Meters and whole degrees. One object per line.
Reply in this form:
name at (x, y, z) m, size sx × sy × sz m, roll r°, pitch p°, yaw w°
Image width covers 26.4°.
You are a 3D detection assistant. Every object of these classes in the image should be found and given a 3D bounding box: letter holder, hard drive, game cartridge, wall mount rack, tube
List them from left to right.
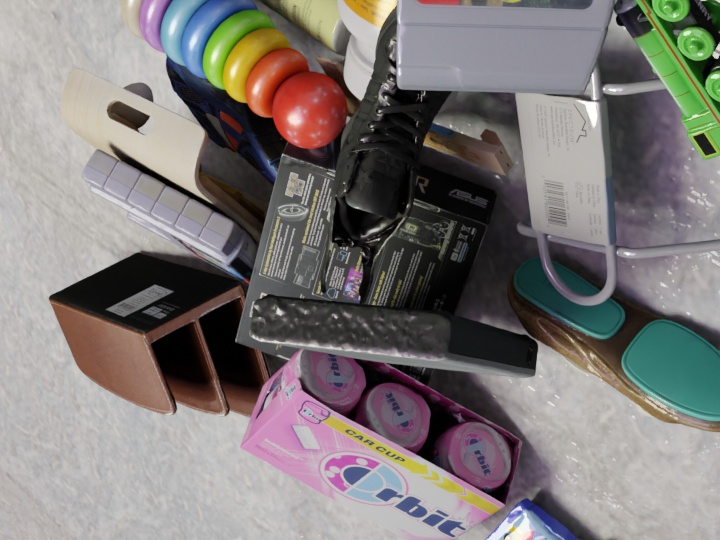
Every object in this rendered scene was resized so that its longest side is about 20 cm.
letter holder at (-0.172, 0.080, 1.358) m, size 0.199 × 0.100 × 0.143 m, roll 14°, pitch 126°, yaw 55°
game cartridge at (-0.142, -0.037, 1.235) m, size 0.129 × 0.039 × 0.200 m, roll 32°, pitch 176°, yaw 8°
tube at (-0.073, -0.230, 1.156) m, size 0.200 × 0.052 × 0.058 m, roll 38°, pitch 106°, yaw 25°
hard drive at (0.029, 0.047, 1.057) m, size 0.139 × 0.200 × 0.033 m, roll 5°, pitch 85°, yaw 23°
game cartridge at (0.087, -0.203, 0.891) m, size 0.132 × 0.041 × 0.202 m, roll 1°, pitch 108°, yaw 4°
wall mount rack at (0.175, -0.075, 1.001) m, size 0.173 × 0.074 × 0.201 m, roll 14°, pitch 124°, yaw 41°

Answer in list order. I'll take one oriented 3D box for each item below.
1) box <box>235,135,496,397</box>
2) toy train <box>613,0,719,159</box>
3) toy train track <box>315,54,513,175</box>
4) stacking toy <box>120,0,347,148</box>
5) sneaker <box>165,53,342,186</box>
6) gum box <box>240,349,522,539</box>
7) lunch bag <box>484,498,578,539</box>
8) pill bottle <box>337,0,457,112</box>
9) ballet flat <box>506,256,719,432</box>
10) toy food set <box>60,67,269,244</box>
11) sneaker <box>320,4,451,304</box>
box at (0.000, 0.000, 1.175) m, size 0.159 × 0.044 × 0.201 m, roll 19°, pitch 132°, yaw 2°
toy train at (0.218, -0.099, 0.924) m, size 0.056 × 0.042 × 0.200 m, roll -17°, pitch 119°, yaw 45°
toy train track at (0.036, -0.115, 1.115) m, size 0.199 × 0.033 × 0.115 m, roll 26°, pitch 160°, yaw 42°
stacking toy at (-0.087, -0.156, 1.122) m, size 0.200 × 0.085 × 0.086 m, roll 44°, pitch 137°, yaw 26°
sneaker at (-0.082, -0.119, 1.223) m, size 0.200 × 0.075 × 0.079 m, roll 49°, pitch 153°, yaw 12°
gum box at (0.011, 0.135, 1.214) m, size 0.199 × 0.066 × 0.114 m, roll 30°, pitch 141°, yaw -13°
lunch bag at (0.146, 0.285, 1.244) m, size 0.151 × 0.094 × 0.200 m, roll 44°, pitch 124°, yaw 15°
pill bottle at (0.044, -0.207, 1.010) m, size 0.111 × 0.111 × 0.201 m, roll 33°, pitch 133°, yaw 24°
ballet flat at (0.186, 0.062, 1.081) m, size 0.199 × 0.068 × 0.073 m, roll 30°, pitch 153°, yaw 28°
toy food set at (-0.132, -0.087, 1.218) m, size 0.143 × 0.061 × 0.200 m, roll 26°, pitch 173°, yaw 29°
sneaker at (0.019, -0.076, 0.991) m, size 0.060 × 0.105 × 0.200 m, roll 15°, pitch 141°, yaw -10°
